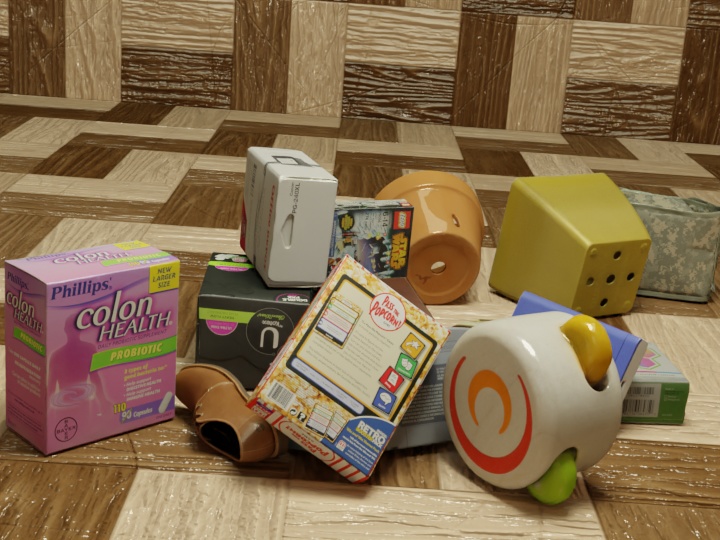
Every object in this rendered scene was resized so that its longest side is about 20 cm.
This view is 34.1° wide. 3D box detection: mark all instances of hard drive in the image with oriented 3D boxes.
[{"bbox_3d":[0.257,0.117,1.497,0.025,0.133,0.199,26,-1,-42],"label":"hard drive"}]

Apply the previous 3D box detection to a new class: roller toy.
[{"bbox_3d":[0.193,0.138,1.303,0.139,0.202,0.182,-7,14,-35],"label":"roller toy"}]

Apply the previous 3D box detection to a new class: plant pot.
[{"bbox_3d":[0.354,-0.027,1.907,0.198,0.202,0.176,-6,31,-29],"label":"plant pot"},{"bbox_3d":[0.115,-0.040,1.900,0.198,0.202,0.141,1,33,-11],"label":"plant pot"}]

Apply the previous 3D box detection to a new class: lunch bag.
[{"bbox_3d":[0.518,-0.043,2.015,0.198,0.166,0.117,11,20,21],"label":"lunch bag"}]

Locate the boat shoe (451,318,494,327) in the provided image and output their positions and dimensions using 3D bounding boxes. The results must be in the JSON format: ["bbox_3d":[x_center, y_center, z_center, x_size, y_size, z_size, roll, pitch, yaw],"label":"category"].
[{"bbox_3d":[0.219,0.103,1.625,0.199,0.075,0.066,16,26,33],"label":"boat shoe"}]

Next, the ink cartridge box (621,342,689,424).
[{"bbox_3d":[0.354,0.136,1.570,0.103,0.060,0.200,2,17,-6],"label":"ink cartridge box"}]

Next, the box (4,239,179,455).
[{"bbox_3d":[-0.306,0.083,1.345,0.175,0.202,0.096,-11,22,-43],"label":"box"}]

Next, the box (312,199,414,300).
[{"bbox_3d":[0.000,0.000,1.687,0.136,0.202,0.040,-4,22,-23],"label":"box"}]

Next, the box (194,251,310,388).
[{"bbox_3d":[-0.140,0.065,1.572,0.147,0.126,0.200,4,17,-2],"label":"box"}]

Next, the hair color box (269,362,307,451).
[{"bbox_3d":[-0.010,0.139,1.392,0.060,0.100,0.199,0,9,44],"label":"hair color box"}]

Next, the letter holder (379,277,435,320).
[{"bbox_3d":[0.013,0.088,1.582,0.140,0.102,0.200,-1,18,-10],"label":"letter holder"}]

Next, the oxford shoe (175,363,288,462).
[{"bbox_3d":[-0.168,0.162,1.351,0.071,0.072,0.199,-16,27,-36],"label":"oxford shoe"}]

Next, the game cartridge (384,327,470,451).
[{"bbox_3d":[0.093,0.135,1.386,0.198,0.135,0.041,-4,-8,-27],"label":"game cartridge"}]

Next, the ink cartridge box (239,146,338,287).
[{"bbox_3d":[-0.100,-0.074,1.576,0.082,0.147,0.200,2,16,-18],"label":"ink cartridge box"}]

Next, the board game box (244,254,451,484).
[{"bbox_3d":[-0.010,0.107,1.293,0.151,0.201,0.046,36,-27,-6],"label":"board game box"}]
